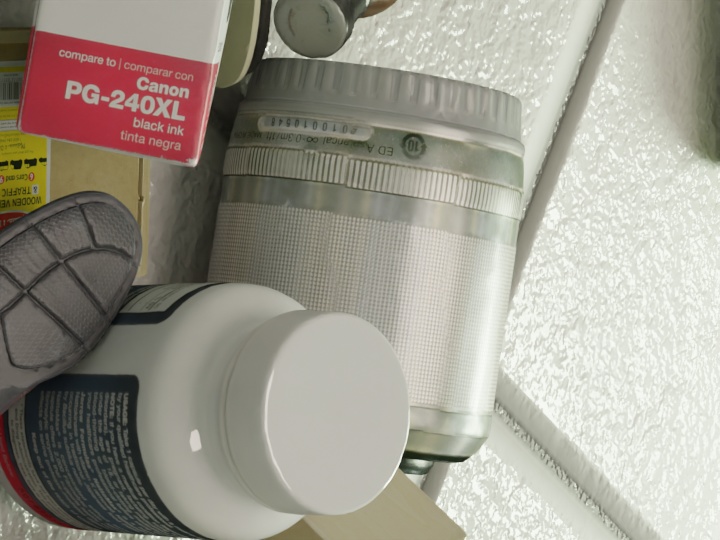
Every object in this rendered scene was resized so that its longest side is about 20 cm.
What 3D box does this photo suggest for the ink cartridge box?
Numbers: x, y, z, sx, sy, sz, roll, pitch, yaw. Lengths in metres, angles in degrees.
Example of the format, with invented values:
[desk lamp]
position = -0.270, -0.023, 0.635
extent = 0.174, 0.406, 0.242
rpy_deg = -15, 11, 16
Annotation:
[ink cartridge box]
position = -0.092, -0.156, 1.167
extent = 0.145, 0.083, 0.201
rpy_deg = -106, -153, -83

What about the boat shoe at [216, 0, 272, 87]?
[boat shoe]
position = -0.065, -0.195, 1.324
extent = 0.063, 0.073, 0.203
rpy_deg = -20, 111, -48

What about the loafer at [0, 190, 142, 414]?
[loafer]
position = -0.181, 0.039, 1.197
extent = 0.072, 0.063, 0.200
rpy_deg = 50, 64, -22

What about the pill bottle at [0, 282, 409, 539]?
[pill bottle]
position = -0.076, 0.066, 1.233
extent = 0.119, 0.199, 0.120
rpy_deg = 1, 88, -42

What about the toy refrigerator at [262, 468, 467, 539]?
[toy refrigerator]
position = -0.030, 0.166, 1.337
extent = 0.076, 0.200, 0.070
rpy_deg = 43, 49, 2

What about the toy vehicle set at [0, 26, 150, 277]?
[toy vehicle set]
position = -0.172, -0.052, 1.241
extent = 0.199, 0.026, 0.125
rpy_deg = -7, 102, -54

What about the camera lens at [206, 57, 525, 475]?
[camera lens]
position = 0.000, 0.000, 1.379
extent = 0.160, 0.159, 0.201
rpy_deg = 10, 88, -55

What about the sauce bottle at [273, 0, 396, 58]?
[sauce bottle]
position = 0.005, -0.176, 1.401
extent = 0.200, 0.064, 0.065
rpy_deg = -56, 139, -52
